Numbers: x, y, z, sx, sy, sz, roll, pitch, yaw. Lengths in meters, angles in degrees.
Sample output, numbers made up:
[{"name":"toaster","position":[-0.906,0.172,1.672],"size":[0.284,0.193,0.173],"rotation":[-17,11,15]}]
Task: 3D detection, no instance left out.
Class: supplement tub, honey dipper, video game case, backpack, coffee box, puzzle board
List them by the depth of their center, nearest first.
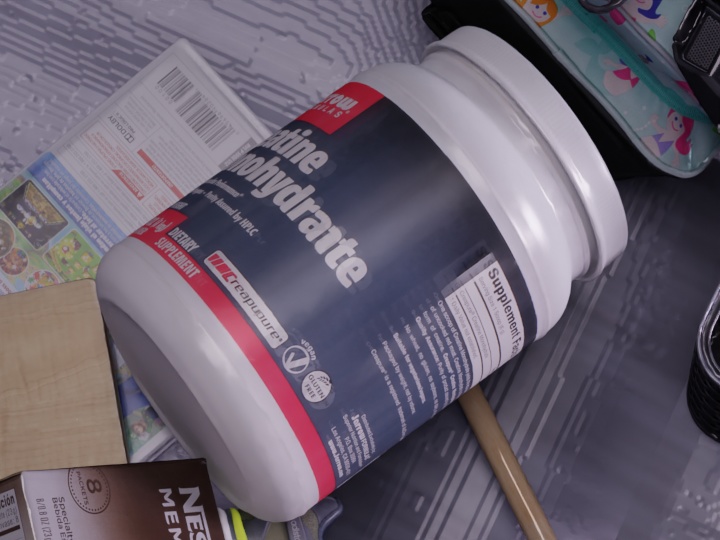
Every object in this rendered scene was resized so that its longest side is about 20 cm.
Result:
[{"name":"coffee box","position":[-0.103,0.185,1.140],"size":[0.080,0.114,0.201],"rotation":[-23,74,35]},{"name":"supplement tub","position":[0.000,0.000,1.198],"size":[0.200,0.140,0.140],"rotation":[-36,77,-14]},{"name":"honey dipper","position":[0.076,0.112,1.238],"size":[0.038,0.038,0.200],"rotation":[-25,74,-6]},{"name":"puzzle board","position":[-0.200,0.096,1.244],"size":[0.199,0.017,0.151],"rotation":[-12,80,5]},{"name":"backpack","position":[0.142,-0.161,1.254],"size":[0.178,0.150,0.200],"rotation":[46,70,-12]},{"name":"video game case","position":[-0.111,0.007,1.279],"size":[0.200,0.018,0.143],"rotation":[-40,78,-10]}]

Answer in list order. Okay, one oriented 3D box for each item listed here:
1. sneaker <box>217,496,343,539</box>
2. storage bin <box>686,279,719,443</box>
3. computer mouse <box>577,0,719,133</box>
[{"name":"sneaker","position":[-0.011,0.184,1.202],"size":[0.081,0.074,0.201],"rotation":[-20,78,-10]},{"name":"storage bin","position":[0.255,0.036,1.221],"size":[0.199,0.094,0.136],"rotation":[24,76,10]},{"name":"computer mouse","position":[0.190,-0.110,1.172],"size":[0.200,0.046,0.141],"rotation":[41,86,-13]}]
